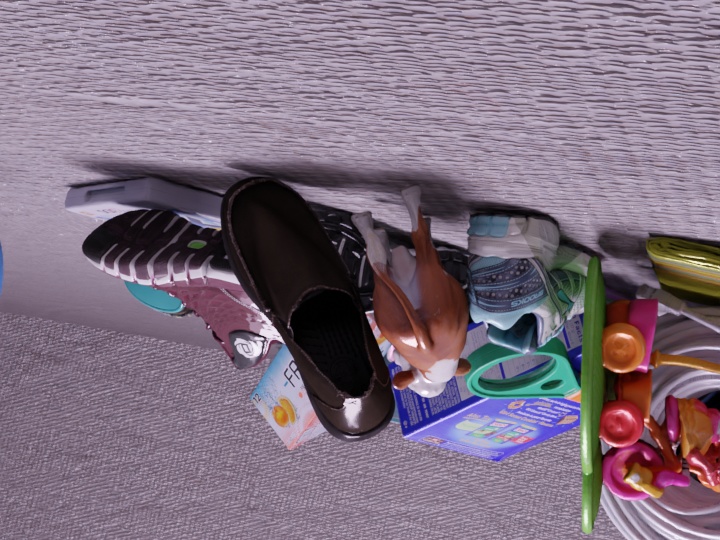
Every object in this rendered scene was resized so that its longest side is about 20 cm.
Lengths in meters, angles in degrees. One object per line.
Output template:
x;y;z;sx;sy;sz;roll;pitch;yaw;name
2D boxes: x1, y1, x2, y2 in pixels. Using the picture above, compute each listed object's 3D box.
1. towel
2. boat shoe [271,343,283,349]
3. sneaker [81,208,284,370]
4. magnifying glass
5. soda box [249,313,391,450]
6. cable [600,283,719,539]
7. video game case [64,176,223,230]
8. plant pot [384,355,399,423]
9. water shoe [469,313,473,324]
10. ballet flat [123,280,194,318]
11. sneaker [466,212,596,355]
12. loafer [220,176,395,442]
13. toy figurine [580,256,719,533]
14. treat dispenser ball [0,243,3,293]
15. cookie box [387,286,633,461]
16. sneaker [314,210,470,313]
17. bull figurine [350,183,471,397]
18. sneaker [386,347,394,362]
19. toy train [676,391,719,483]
0.253;0.006;0.989;0.085;0.018;0.200;15;175;17;towel
-0.060;0.044;1.304;0.199;0.068;0.073;-10;-176;-42;boat shoe
-0.125;0.024;1.058;0.198;0.076;0.117;11;130;36;sneaker
0.157;0.087;1.104;0.079;0.023;0.199;-32;145;31;magnifying glass
-0.025;0.073;1.235;0.063;0.069;0.201;-23;156;-43;soda box
0.268;0.128;1.042;0.198;0.202;0.069;17;-178;22;cable
-0.130;-0.040;1.182;0.198;0.022;0.182;15;172;-32;video game case
0.034;0.097;1.536;0.198;0.136;0.200;11;173;1;plant pot
0.122;0.055;1.304;0.198;0.080;0.071;12;173;-8;water shoe
-0.138;0.006;1.220;0.072;0.073;0.199;16;172;-37;ballet flat
0.117;0.018;0.997;0.077;0.087;0.200;7;172;27;sneaker
-0.031;0.015;0.930;0.072;0.201;0.071;-27;164;-14;loafer
0.247;0.094;0.959;0.182;0.203;0.150;2;-164;12;toy figurine
-0.407;-0.002;1.177;0.198;0.203;0.201;11;173;1;treat dispenser ball
0.153;0.090;1.214;0.199;0.076;0.171;-28;152;27;cookie box
0.000;0.000;1.106;0.199;0.075;0.079;16;176;-37;sneaker
0.038;0.020;0.954;0.064;0.123;0.200;-17;170;-1;bull figurine
-0.043;0.042;1.434;0.198;0.083;0.070;10;173;11;sneaker
0.300;0.116;1.157;0.199;0.087;0.114;-34;-139;-32;toy train
